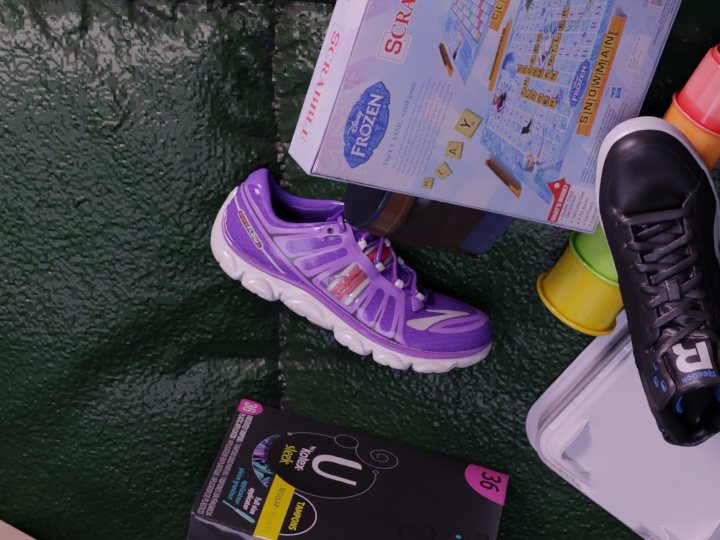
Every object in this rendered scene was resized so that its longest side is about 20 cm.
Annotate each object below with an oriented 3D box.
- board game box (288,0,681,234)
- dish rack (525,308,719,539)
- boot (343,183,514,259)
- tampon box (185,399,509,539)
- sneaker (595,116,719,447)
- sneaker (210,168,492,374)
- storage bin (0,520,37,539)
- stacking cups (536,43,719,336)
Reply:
[{"bbox_3d":[0.080,-0.135,1.122,0.199,0.041,0.201,11,108,-27],"label":"board game box"},{"bbox_3d":[0.223,0.101,1.281,0.171,0.044,0.200,36,118,-8],"label":"dish rack"},{"bbox_3d":[0.077,-0.099,1.210,0.097,0.075,0.200,23,110,-30],"label":"boot"},{"bbox_3d":[-0.013,0.200,1.315,0.199,0.150,0.127,15,119,3],"label":"tampon box"},{"bbox_3d":[0.192,0.016,1.143,0.073,0.112,0.200,-14,122,4],"label":"sneaker"},{"bbox_3d":[0.000,0.000,1.256,0.200,0.081,0.084,27,112,-3],"label":"sneaker"},{"bbox_3d":[-0.298,0.286,1.444,0.200,0.094,0.199,29,118,-5],"label":"storage bin"},{"bbox_3d":[0.187,-0.050,1.201,0.060,0.061,0.200,31,119,-5],"label":"stacking cups"}]
